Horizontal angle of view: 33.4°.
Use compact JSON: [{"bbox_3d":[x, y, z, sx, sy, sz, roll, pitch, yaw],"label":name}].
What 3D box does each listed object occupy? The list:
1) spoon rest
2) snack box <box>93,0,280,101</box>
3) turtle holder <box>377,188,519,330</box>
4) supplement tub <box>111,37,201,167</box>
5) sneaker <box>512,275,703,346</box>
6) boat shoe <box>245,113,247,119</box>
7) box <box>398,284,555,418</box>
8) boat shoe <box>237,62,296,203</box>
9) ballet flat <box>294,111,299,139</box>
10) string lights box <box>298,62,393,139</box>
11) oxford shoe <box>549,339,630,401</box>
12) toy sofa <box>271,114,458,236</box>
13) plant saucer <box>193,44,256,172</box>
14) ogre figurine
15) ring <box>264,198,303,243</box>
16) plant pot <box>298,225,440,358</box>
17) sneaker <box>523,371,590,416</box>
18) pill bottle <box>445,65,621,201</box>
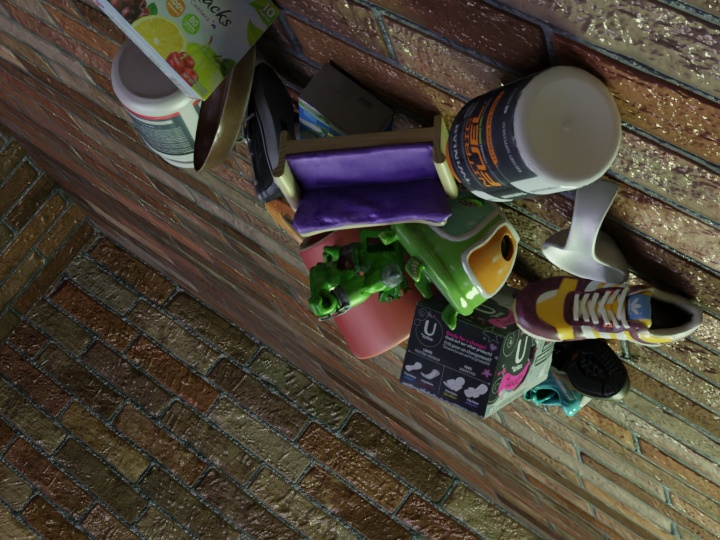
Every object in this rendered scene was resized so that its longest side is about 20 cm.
[{"bbox_3d":[0.236,-0.029,1.254,0.099,0.061,0.200,20,161,17],"label":"spoon rest"},{"bbox_3d":[-0.205,-0.310,1.333,0.200,0.142,0.053,45,166,-30],"label":"snack box"},{"bbox_3d":[0.110,-0.032,1.436,0.141,0.132,0.186,51,-179,-16],"label":"turtle holder"},{"bbox_3d":[-0.267,-0.247,1.729,0.140,0.141,0.200,34,166,18],"label":"supplement tub"},{"bbox_3d":[0.265,0.040,1.279,0.199,0.075,0.090,3,169,-13],"label":"sneaker"},{"bbox_3d":[-0.114,-0.169,1.748,0.072,0.065,0.200,27,162,47],"label":"boat shoe"},{"bbox_3d":[0.160,0.092,1.539,0.132,0.115,0.200,20,-160,27],"label":"box"},{"bbox_3d":[-0.121,-0.173,1.520,0.073,0.068,0.200,27,-138,-53],"label":"boat shoe"},{"bbox_3d":[-0.061,-0.157,1.634,0.200,0.073,0.073,38,169,-27],"label":"ballet flat"},{"bbox_3d":[-0.020,-0.171,1.493,0.103,0.059,0.200,36,167,7],"label":"string lights box"},{"bbox_3d":[0.319,0.140,1.619,0.084,0.073,0.200,40,180,-18],"label":"oxford shoe"},{"bbox_3d":[0.007,-0.106,1.353,0.199,0.098,0.083,-3,152,14],"label":"toy sofa"},{"bbox_3d":[-0.168,-0.217,1.501,0.034,0.202,0.200,12,174,-16],"label":"plant saucer"},{"bbox_3d":[0.000,0.000,1.522,0.200,0.119,0.099,-5,-101,-79],"label":"ogre figurine"},{"bbox_3d":[-0.088,-0.068,2.136,0.200,0.019,0.201,36,168,9],"label":"ring"},{"bbox_3d":[0.019,-0.004,1.710,0.178,0.200,0.200,53,164,-12],"label":"plant pot"},{"bbox_3d":[0.266,0.158,1.795,0.078,0.080,0.200,47,166,-34],"label":"sneaker"},{"bbox_3d":[0.147,-0.119,1.104,0.106,0.106,0.200,41,167,-12],"label":"pill bottle"}]
